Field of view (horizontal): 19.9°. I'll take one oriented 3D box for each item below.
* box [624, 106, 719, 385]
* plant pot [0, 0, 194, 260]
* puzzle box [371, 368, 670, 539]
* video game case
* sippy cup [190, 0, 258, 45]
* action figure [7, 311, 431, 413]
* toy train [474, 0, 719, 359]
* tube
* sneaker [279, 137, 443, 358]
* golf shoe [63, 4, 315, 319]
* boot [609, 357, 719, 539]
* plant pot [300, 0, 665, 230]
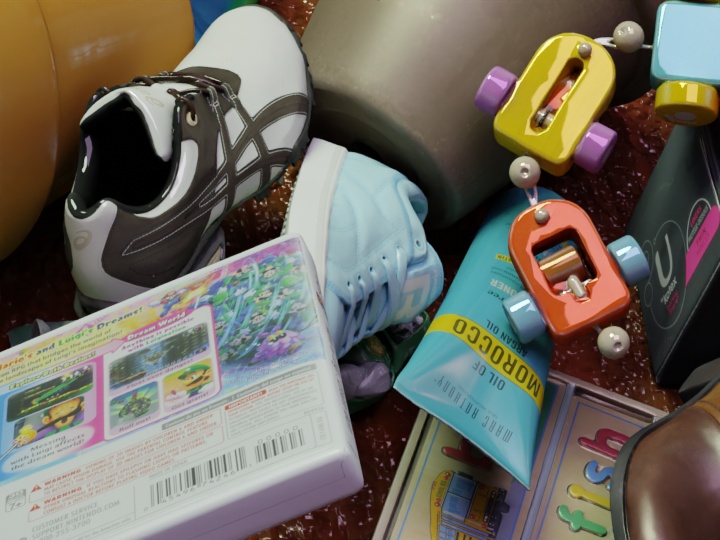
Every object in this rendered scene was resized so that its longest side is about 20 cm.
[{"bbox_3d":[0.253,-0.010,1.058,0.199,0.123,0.107,4,51,-12],"label":"box"},{"bbox_3d":[-0.185,-0.103,0.987,0.200,0.201,0.183,42,37,20],"label":"plant pot"},{"bbox_3d":[0.073,0.127,0.959,0.132,0.025,0.201,20,49,2],"label":"puzzle box"},{"bbox_3d":[-0.102,0.067,0.796,0.199,0.024,0.182,-23,27,4],"label":"video game case"},{"bbox_3d":[-0.105,-0.197,1.119,0.177,0.140,0.131,27,38,-6],"label":"sippy cup"},{"bbox_3d":[-0.054,0.042,0.976,0.199,0.055,0.118,-6,40,-26],"label":"action figure"},{"bbox_3d":[0.138,-0.051,0.980,0.199,0.056,0.151,-31,75,-4],"label":"toy train"},{"bbox_3d":[0.066,0.026,0.989,0.077,0.050,0.200,33,33,-5],"label":"tube"},{"bbox_3d":[0.000,0.000,0.950,0.081,0.074,0.200,15,33,-2],"label":"sneaker"},{"bbox_3d":[-0.078,-0.065,0.945,0.077,0.095,0.201,5,51,20],"label":"golf shoe"},{"bbox_3d":[0.223,0.075,0.918,0.188,0.199,0.069,-36,104,-51],"label":"boot"},{"bbox_3d":[0.052,-0.120,1.068,0.200,0.200,0.175,32,67,12],"label":"plant pot"}]
